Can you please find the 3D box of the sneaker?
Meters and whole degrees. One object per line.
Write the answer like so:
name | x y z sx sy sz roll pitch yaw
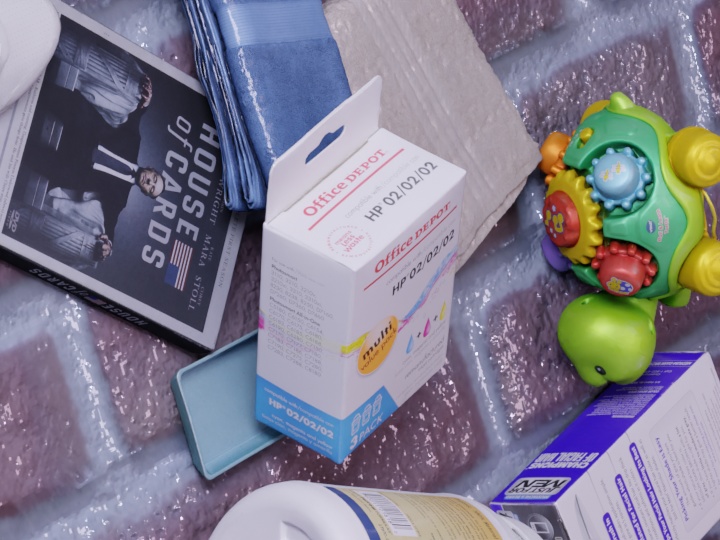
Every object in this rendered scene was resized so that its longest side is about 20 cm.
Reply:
sneaker | -0.228 -0.107 1.538 0.200 0.080 0.071 -27 93 -42

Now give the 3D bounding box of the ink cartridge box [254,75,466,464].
ink cartridge box | 0.000 0.000 1.697 0.115 0.068 0.200 -42 149 -38

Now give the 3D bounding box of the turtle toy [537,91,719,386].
turtle toy | 0.174 -0.021 1.938 0.101 0.146 0.201 -14 108 -25

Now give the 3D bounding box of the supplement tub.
supplement tub | 0.015 0.202 1.737 0.200 0.144 0.145 9 81 -45

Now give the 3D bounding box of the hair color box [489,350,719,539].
hair color box | 0.181 0.151 1.975 0.200 0.065 0.110 -40 116 -42

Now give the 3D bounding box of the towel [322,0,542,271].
towel | 0.038 -0.108 1.863 0.133 0.034 0.200 -50 121 -38

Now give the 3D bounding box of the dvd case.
dvd case | -0.142 -0.056 1.676 0.200 0.025 0.151 28 68 -41

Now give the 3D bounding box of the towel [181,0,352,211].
towel | -0.057 -0.133 1.731 0.112 0.048 0.201 -9 81 -54

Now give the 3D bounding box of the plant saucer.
plant saucer | -0.041 0.059 1.780 0.200 0.019 0.070 -28 108 -45
